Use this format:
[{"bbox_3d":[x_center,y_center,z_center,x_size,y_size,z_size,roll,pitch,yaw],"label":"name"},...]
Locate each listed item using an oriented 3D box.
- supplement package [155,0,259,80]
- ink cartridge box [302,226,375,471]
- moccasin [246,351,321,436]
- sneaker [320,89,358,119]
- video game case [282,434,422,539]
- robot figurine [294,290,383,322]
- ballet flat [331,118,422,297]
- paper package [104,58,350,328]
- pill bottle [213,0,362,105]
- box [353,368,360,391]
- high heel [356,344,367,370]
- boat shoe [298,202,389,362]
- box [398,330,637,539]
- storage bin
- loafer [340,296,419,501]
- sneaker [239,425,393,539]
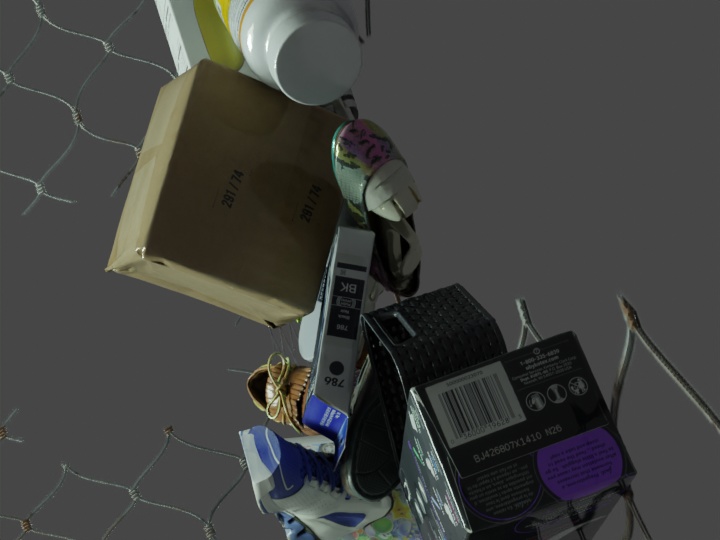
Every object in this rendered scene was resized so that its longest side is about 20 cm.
[{"bbox_3d":[-0.129,-0.270,1.575,0.151,0.151,0.201,145,108,-80],"label":"supplement package"},{"bbox_3d":[-0.022,0.071,1.330,0.100,0.039,0.201,110,168,-67],"label":"ink cartridge box"},{"bbox_3d":[-0.068,0.123,1.508,0.201,0.077,0.074,-162,86,-70],"label":"moccasin"},{"bbox_3d":[-0.070,-0.145,1.565,0.200,0.115,0.075,103,149,-72],"label":"sneaker"},{"bbox_3d":[0.020,0.219,1.467,0.018,0.199,0.144,-78,-22,-60],"label":"video game case"},{"bbox_3d":[-0.059,-0.023,1.583,0.176,0.115,0.200,55,-152,-15],"label":"robot figurine"},{"bbox_3d":[0.027,-0.051,1.353,0.071,0.069,0.201,41,156,39],"label":"ballet flat"},{"bbox_3d":[-0.116,-0.068,1.398,0.103,0.190,0.201,-17,56,60],"label":"paper package"},{"bbox_3d":[-0.065,-0.233,1.382,0.200,0.111,0.111,-120,15,-54],"label":"pill bottle"},{"bbox_3d":[0.034,0.209,1.584,0.176,0.096,0.201,-127,13,-65],"label":"box"},{"bbox_3d":[0.030,0.102,1.490,0.200,0.096,0.068,-130,24,-69],"label":"high heel"},{"bbox_3d":[0.000,0.000,1.483,0.071,0.070,0.201,24,100,59],"label":"boat shoe"},{"bbox_3d":[0.101,0.140,1.031,0.200,0.122,0.106,93,157,-66],"label":"box"},{"bbox_3d":[0.077,0.128,1.260,0.135,0.093,0.201,-130,23,-67],"label":"storage bin"},{"bbox_3d":[0.024,0.122,1.383,0.063,0.072,0.201,-17,48,56],"label":"loafer"},{"bbox_3d":[-0.034,0.194,1.392,0.200,0.115,0.081,63,-174,-53],"label":"sneaker"}]
